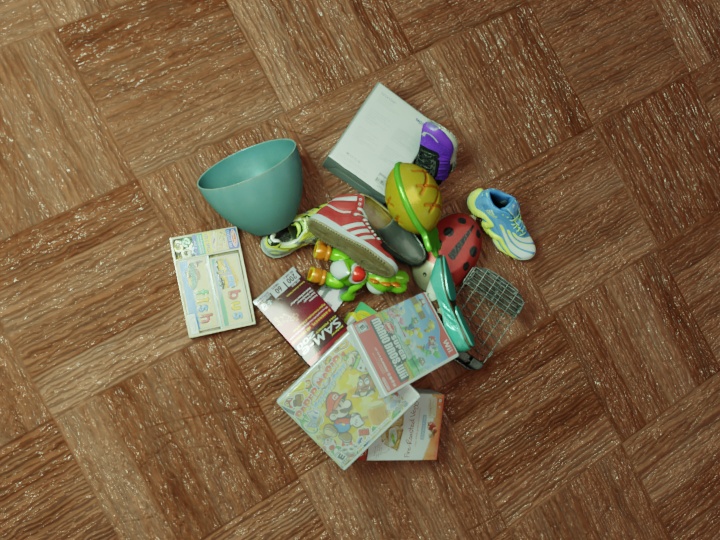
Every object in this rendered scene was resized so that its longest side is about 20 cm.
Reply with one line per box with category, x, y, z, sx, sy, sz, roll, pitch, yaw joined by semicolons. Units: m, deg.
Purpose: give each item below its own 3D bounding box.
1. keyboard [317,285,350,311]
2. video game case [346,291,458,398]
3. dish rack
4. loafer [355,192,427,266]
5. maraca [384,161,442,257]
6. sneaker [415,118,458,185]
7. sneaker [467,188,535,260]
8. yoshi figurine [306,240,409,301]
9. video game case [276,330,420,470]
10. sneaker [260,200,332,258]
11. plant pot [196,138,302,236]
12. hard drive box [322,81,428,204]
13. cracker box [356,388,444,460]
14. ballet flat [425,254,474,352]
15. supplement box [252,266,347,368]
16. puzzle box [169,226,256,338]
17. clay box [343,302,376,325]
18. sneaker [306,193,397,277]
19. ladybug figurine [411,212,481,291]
keyboard;-0.075;0.072;1.252;0.056;0.011;0.200;39;76;-13
video game case;0.083;0.134;1.139;0.200;0.017;0.143;-20;78;-38
dish rack;0.242;0.099;1.288;0.153;0.055;0.200;35;88;-9
loafer;0.056;-0.084;1.250;0.200;0.072;0.073;39;82;6
maraca;0.114;-0.122;1.204;0.107;0.137;0.201;-20;105;24
sneaker;0.146;-0.223;1.252;0.069;0.200;0.100;36;81;22
sneaker;0.319;-0.101;1.321;0.200;0.105;0.076;42;76;-6
yoshi figurine;-0.003;0.003;1.240;0.199;0.113;0.112;13;50;-9
video game case;-0.021;0.235;1.122;0.200;0.023;0.182;-44;94;1
sneaker;-0.104;-0.084;1.227;0.200;0.076;0.076;-31;90;-17
plant pot;-0.191;-0.147;1.170;0.200;0.200;0.135;-31;120;-15
hard drive box;0.040;-0.264;1.284;0.156;0.077;0.200;35;77;-8
cracker box;0.064;0.303;1.208;0.199;0.058;0.135;8;88;-26
ballet flat;0.166;0.071;1.222;0.070;0.067;0.201;-19;85;19
supplement box;-0.103;0.104;1.185;0.109;0.061;0.200;-42;79;-11
puzzle box;-0.288;0.023;1.195;0.133;0.025;0.201;-12;87;-16
clay box;-0.013;0.176;1.235;0.115;0.048;0.200;36;75;-10
sneaker;0.007;-0.075;1.181;0.200;0.071;0.113;33;57;10
ladybug figurine;0.192;-0.042;1.299;0.136;0.072;0.200;35;77;-8
